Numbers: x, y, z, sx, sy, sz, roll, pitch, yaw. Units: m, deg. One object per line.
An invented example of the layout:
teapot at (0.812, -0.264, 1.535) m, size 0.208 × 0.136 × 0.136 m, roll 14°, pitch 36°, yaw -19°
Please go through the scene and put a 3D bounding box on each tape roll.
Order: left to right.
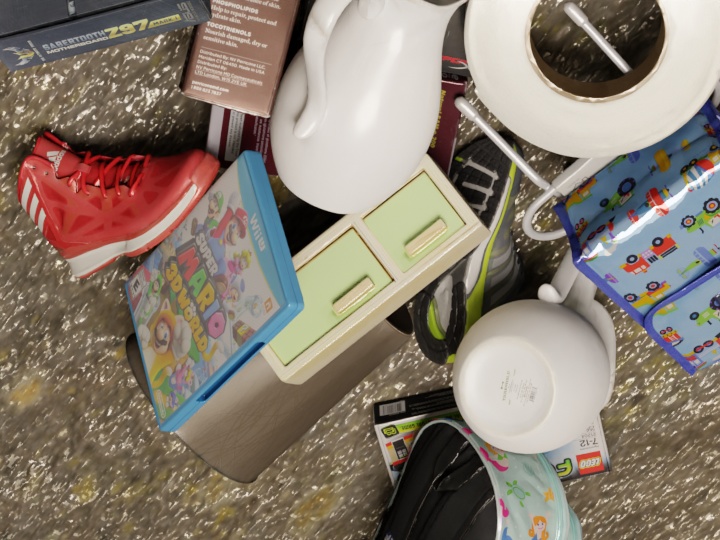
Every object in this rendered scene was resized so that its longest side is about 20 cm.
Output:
tape roll at (0.176, -0.182, 1.356) m, size 0.203 × 0.037 × 0.203 m, roll 2°, pitch 117°, yaw 3°

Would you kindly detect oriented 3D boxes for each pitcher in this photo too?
pitcher at (-0.007, -0.139, 1.320) m, size 0.121 × 0.172 × 0.200 m, roll 38°, pitch 124°, yaw 22°
pitcher at (0.155, 0.057, 1.485) m, size 0.121 × 0.200 × 0.172 m, roll 11°, pitch 100°, yaw 21°

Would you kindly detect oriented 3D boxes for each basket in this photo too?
basket at (-0.067, 0.064, 1.542) m, size 0.200 × 0.136 × 0.180 m, roll -36°, pitch 125°, yaw 14°

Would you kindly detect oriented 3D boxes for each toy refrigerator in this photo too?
toy refrigerator at (0.000, 0.000, 1.430) m, size 0.200 × 0.070 × 0.076 m, roll -38°, pitch 79°, yaw 5°

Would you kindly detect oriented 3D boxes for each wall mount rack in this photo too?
wall mount rack at (0.181, -0.119, 1.443) m, size 0.200 × 0.075 × 0.174 m, roll -41°, pitch 140°, yaw 20°

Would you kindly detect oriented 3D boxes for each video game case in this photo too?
video game case at (-0.120, 0.019, 1.427) m, size 0.018 × 0.143 × 0.200 m, roll 7°, pitch 144°, yaw -37°

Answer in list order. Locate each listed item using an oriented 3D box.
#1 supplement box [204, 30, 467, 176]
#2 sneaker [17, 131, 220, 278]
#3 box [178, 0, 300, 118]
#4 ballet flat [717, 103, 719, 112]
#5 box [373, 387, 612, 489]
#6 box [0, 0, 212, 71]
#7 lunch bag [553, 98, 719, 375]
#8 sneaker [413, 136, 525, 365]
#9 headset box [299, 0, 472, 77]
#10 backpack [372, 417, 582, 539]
supplement box at (-0.021, -0.130, 1.467) m, size 0.200 × 0.061 × 0.109 m, roll 9°, pitch 120°, yaw -5°
sneaker at (-0.211, -0.070, 1.466) m, size 0.200 × 0.078 × 0.116 m, roll -30°, pitch 114°, yaw 39°
box at (-0.079, -0.221, 1.354) m, size 0.075 × 0.100 × 0.200 m, roll 15°, pitch 95°, yaw -8°
ballet flat at (0.296, -0.105, 1.495) m, size 0.200 × 0.046 × 0.067 m, roll -37°, pitch 115°, yaw 19°
box at (0.122, 0.153, 1.649) m, size 0.200 × 0.035 × 0.110 m, roll -13°, pitch 120°, yaw 7°
box at (-0.201, -0.257, 1.320) m, size 0.158 × 0.200 × 0.051 m, roll -13°, pitch 156°, yaw 8°
lunch bag at (0.277, -0.011, 1.435) m, size 0.151 × 0.094 × 0.200 m, roll -37°, pitch 119°, yaw 17°
sneaker at (0.103, -0.019, 1.535) m, size 0.081 × 0.074 × 0.200 m, roll -4°, pitch 115°, yaw -46°
headset box at (0.045, -0.264, 1.382) m, size 0.149 × 0.075 × 0.200 m, roll 12°, pitch 120°, yaw -7°
backpack at (0.102, 0.231, 1.576) m, size 0.150 × 0.178 × 0.200 m, roll 2°, pitch 118°, yaw -28°
